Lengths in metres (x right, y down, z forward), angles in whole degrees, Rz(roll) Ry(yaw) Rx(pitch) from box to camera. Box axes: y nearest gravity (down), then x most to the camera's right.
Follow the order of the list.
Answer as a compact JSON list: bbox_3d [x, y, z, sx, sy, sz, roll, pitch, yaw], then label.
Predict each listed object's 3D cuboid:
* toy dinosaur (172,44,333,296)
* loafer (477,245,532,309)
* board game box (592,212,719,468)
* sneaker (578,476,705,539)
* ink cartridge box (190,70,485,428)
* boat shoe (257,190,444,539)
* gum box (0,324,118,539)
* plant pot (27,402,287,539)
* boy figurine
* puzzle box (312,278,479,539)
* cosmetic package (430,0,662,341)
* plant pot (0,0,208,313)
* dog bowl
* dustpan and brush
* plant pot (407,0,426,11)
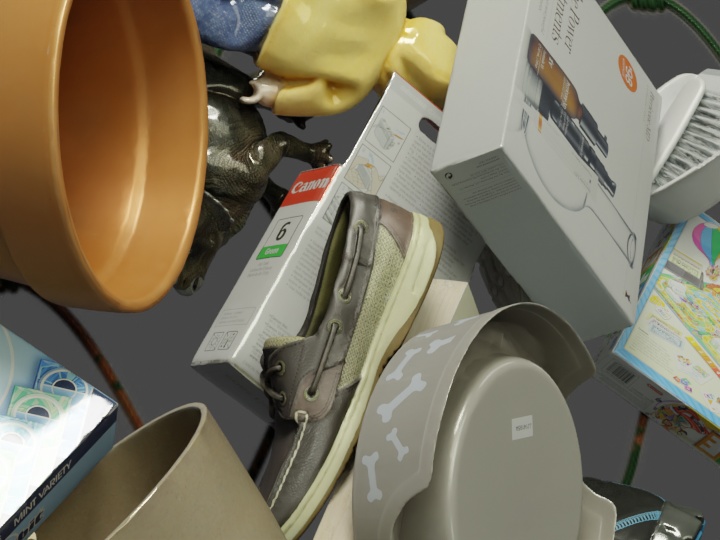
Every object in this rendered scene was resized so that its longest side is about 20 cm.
[{"bbox_3d":[-0.080,-0.087,1.364,0.102,0.077,0.201,10,64,-37],"label":"toy dinosaur"},{"bbox_3d":[0.105,-0.060,1.444,0.069,0.070,0.201,6,63,-16],"label":"loafer"},{"bbox_3d":[0.253,0.067,1.470,0.200,0.034,0.135,36,55,-5],"label":"board game box"},{"bbox_3d":[0.120,0.202,1.324,0.082,0.073,0.200,25,51,15],"label":"sneaker"},{"bbox_3d":[0.000,0.000,1.330,0.109,0.050,0.201,38,67,-24],"label":"ink cartridge box"},{"bbox_3d":[-0.023,0.053,1.246,0.065,0.073,0.201,27,76,-11],"label":"boat shoe"},{"bbox_3d":[-0.251,0.079,1.179,0.199,0.045,0.170,32,53,14],"label":"gum box"},{"bbox_3d":[-0.083,0.201,1.161,0.200,0.187,0.187,49,53,-10],"label":"plant pot"},{"bbox_3d":[-0.022,-0.146,1.343,0.199,0.064,0.125,18,94,-20],"label":"boy figurine"},{"bbox_3d":[0.031,0.122,1.284,0.025,0.133,0.201,6,50,25],"label":"puzzle box"},{"bbox_3d":[0.113,-0.080,1.367,0.151,0.051,0.201,52,35,-33],"label":"cosmetic package"},{"bbox_3d":[-0.179,-0.078,1.233,0.139,0.200,0.201,0,56,19],"label":"plant pot"},{"bbox_3d":[0.065,0.118,1.241,0.200,0.058,0.201,3,86,-57],"label":"dog bowl"},{"bbox_3d":[0.181,-0.057,1.469,0.057,0.139,0.201,37,81,-25],"label":"dustpan and brush"},{"bbox_3d":[0.014,-0.242,1.439,0.200,0.200,0.174,43,70,1],"label":"plant pot"}]
